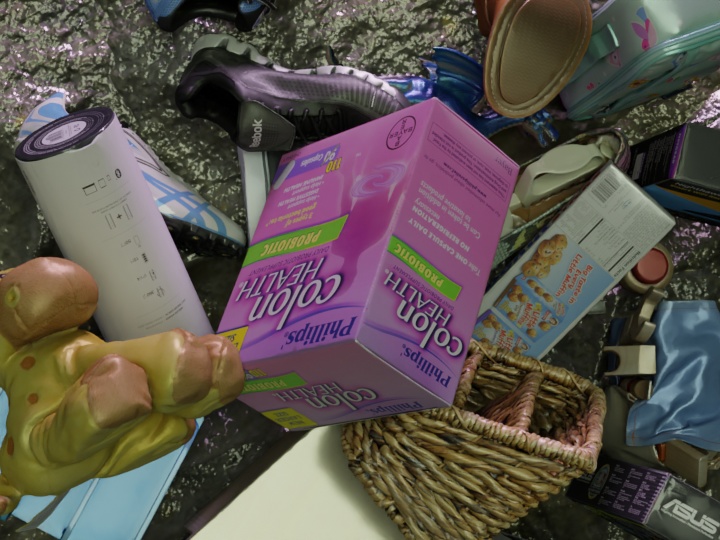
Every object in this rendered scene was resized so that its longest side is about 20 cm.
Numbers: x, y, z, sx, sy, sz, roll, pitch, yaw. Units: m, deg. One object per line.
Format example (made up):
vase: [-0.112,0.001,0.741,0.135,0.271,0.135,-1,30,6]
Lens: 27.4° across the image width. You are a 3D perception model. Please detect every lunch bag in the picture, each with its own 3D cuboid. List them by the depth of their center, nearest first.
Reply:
lunch bag: [0.238,-0.183,1.168,0.160,0.200,0.077,-24,86,-16]

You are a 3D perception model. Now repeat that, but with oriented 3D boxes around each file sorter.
file sorter: [-0.237,0.128,1.123,0.200,0.123,0.139,29,83,-6]

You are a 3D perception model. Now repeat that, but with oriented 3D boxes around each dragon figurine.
dragon figurine: [0.066,-0.146,1.210,0.200,0.059,0.100,36,81,-9]

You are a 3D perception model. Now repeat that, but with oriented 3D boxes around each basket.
basket: [0.086,0.107,1.116,0.149,0.200,0.143,-40,91,17]

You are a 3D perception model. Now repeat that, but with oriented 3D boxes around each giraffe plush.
giraffe plush: [-0.205,0.061,1.013,0.200,0.173,0.162,-36,75,17]

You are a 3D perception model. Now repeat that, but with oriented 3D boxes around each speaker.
speaker: [-0.181,-0.016,1.108,0.081,0.081,0.200,-26,117,-9]

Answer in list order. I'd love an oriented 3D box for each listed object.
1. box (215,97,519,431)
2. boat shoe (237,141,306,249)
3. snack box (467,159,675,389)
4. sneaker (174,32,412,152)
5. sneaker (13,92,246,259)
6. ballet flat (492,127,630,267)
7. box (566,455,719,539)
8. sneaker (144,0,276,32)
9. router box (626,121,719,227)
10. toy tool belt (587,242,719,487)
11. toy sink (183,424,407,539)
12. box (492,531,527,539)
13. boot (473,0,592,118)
box: [0.000,0.000,1.069,0.097,0.176,0.200,35,59,-31]
boat shoe: [-0.055,-0.013,1.186,0.068,0.072,0.200,-6,81,-7]
snack box: [0.159,0.007,1.195,0.072,0.024,0.200,41,107,-5]
sneaker: [-0.057,-0.122,1.154,0.200,0.067,0.091,18,45,13]
sneaker: [-0.174,-0.073,1.170,0.200,0.072,0.073,30,69,-11]
ballet flat: [0.132,-0.061,1.203,0.200,0.071,0.069,-30,66,-4]
box: [0.263,0.205,1.152,0.160,0.200,0.044,30,83,-5]
sneaker: [-0.078,-0.235,1.180,0.200,0.079,0.089,-16,75,-1]
router box: [0.325,-0.064,1.200,0.200,0.149,0.051,13,85,-7]
toy tool belt: [0.251,0.070,1.196,0.125,0.123,0.200,-3,87,-9]
toy sink: [-0.059,0.219,1.150,0.200,0.112,0.130,-42,94,-13]
box: [0.161,0.260,1.179,0.200,0.117,0.060,20,88,-8]
boot: [0.119,-0.205,1.172,0.077,0.155,0.200,14,82,-17]
